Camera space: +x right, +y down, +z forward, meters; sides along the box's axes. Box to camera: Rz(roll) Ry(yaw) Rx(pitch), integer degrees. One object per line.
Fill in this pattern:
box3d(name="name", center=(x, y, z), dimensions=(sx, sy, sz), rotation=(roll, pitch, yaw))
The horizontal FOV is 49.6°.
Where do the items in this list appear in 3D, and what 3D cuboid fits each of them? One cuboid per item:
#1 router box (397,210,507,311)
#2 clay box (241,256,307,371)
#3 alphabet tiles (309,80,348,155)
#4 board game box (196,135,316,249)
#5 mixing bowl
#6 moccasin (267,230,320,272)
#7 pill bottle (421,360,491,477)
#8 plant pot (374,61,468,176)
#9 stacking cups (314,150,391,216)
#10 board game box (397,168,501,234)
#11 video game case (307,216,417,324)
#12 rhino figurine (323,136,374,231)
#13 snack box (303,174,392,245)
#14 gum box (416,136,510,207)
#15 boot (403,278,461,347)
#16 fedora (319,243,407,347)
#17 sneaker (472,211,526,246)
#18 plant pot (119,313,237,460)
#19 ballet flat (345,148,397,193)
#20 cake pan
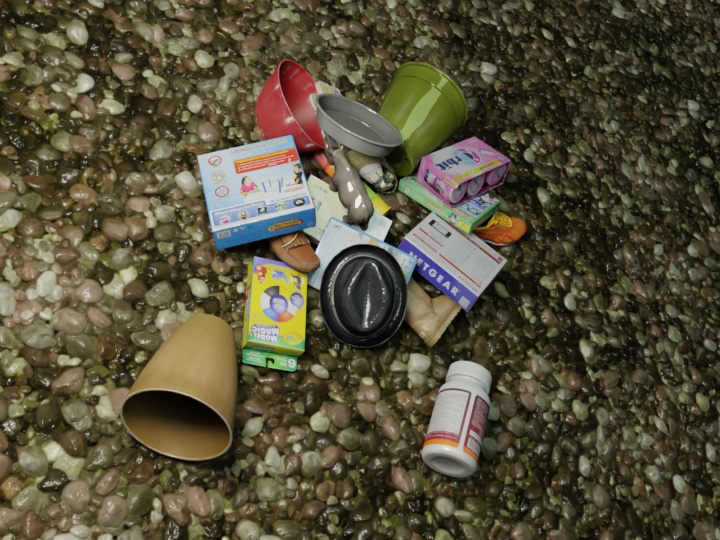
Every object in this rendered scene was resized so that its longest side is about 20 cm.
box3d(name="router box", center=(0.197, -0.030, 1.671), dimensions=(0.199, 0.049, 0.179), rotation=(39, 39, 10))
box3d(name="clay box", center=(-0.161, 0.082, 1.476), dimensions=(0.113, 0.048, 0.204), rotation=(12, 59, -22))
box3d(name="alphabet tiles", center=(-0.042, -0.313, 1.694), dimensions=(0.195, 0.014, 0.204), rotation=(4, 65, -63))
box3d(name="board game box", center=(-0.202, -0.154, 1.501), dimensions=(0.196, 0.056, 0.198), rotation=(-13, 55, -8))
box3d(name="mixing bowl", center=(-0.148, -0.322, 1.630), dimensions=(0.200, 0.107, 0.203), rotation=(45, 31, -36))
box3d(name="moccasin", center=(-0.141, -0.080, 1.524), dimensions=(0.073, 0.078, 0.203), rotation=(-8, 53, -41))
box3d(name="pill bottle", center=(0.193, 0.287, 1.519), dimensions=(0.108, 0.110, 0.203), rotation=(29, 56, -11))
box3d(name="plant pot", center=(0.112, -0.323, 1.754), dimensions=(0.199, 0.200, 0.194), rotation=(37, 66, -5))
box3d(name="stacking cups", center=(-0.018, -0.189, 1.681), dimensions=(0.201, 0.061, 0.060), rotation=(49, 54, 2))
box3d(name="board game box", center=(0.200, -0.169, 1.750), dimensions=(0.199, 0.029, 0.134), rotation=(35, 46, 23))
box3d(name="video game case", center=(0.000, 0.000, 1.571), dimensions=(0.197, 0.018, 0.145), rotation=(25, 82, -5))
box3d(name="rhino figurine", center=(-0.029, -0.179, 1.564), dimensions=(0.059, 0.087, 0.203), rotation=(-22, 84, -18))
box3d(name="snack box", center=(-0.045, -0.096, 1.609), dimensions=(0.197, 0.037, 0.118), rotation=(29, 73, -7))
box3d(name="gum box", center=(0.227, -0.221, 1.742), dimensions=(0.198, 0.067, 0.113), rotation=(-26, 53, -37))
box3d(name="boot", center=(0.118, 0.037, 1.636), dimensions=(0.200, 0.066, 0.176), rotation=(42, 54, -1))
box3d(name="fedora", center=(0.011, 0.048, 1.510), dimensions=(0.196, 0.092, 0.206), rotation=(0, 88, -7))
box3d(name="sneaker", center=(0.310, -0.103, 1.801), dimensions=(0.196, 0.077, 0.074), rotation=(0, 63, -29))
box3d(name="plant pot", center=(-0.277, 0.177, 1.302), dimensions=(0.184, 0.187, 0.202), rotation=(26, 44, -13))
box3d(name="ballet flat", center=(0.031, -0.210, 1.663), dimensions=(0.199, 0.070, 0.072), rotation=(25, 43, -66))
box3d(name="cake pan", center=(-0.008, -0.295, 1.595), dimensions=(0.197, 0.037, 0.202), rotation=(23, 28, -13))
